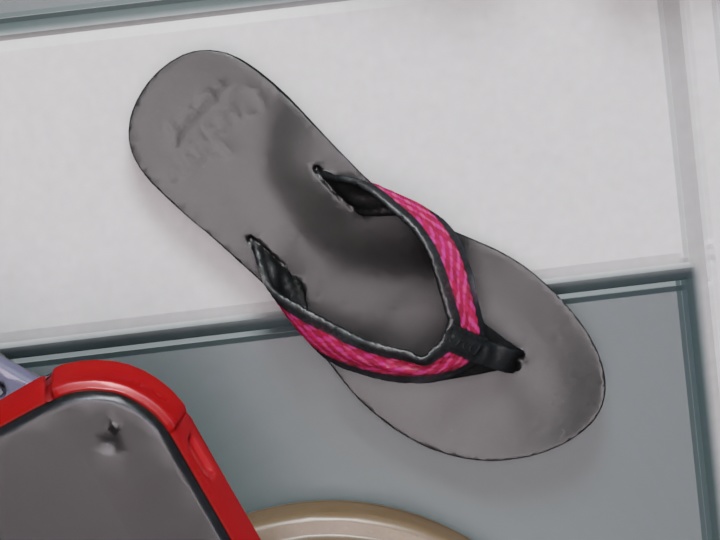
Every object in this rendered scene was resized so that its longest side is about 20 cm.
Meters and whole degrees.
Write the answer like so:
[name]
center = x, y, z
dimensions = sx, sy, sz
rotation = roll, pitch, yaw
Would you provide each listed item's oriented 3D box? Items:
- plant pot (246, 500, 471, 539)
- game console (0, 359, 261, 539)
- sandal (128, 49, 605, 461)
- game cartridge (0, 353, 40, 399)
[plant pot]
center = -0.011, 0.186, 0.991
dimensions = 0.199, 0.093, 0.202
rotation = 0, 94, -1
[game console]
center = -0.100, 0.147, 0.923
dimensions = 0.176, 0.031, 0.201
rotation = -29, 98, 5
[sandal]
center = 0.000, 0.000, 0.998
dimensions = 0.200, 0.045, 0.075
rotation = 39, 93, -4
[game cartridge]
center = -0.225, 0.047, 1.003
dimensions = 0.199, 0.038, 0.130
rotation = 30, 89, -4
